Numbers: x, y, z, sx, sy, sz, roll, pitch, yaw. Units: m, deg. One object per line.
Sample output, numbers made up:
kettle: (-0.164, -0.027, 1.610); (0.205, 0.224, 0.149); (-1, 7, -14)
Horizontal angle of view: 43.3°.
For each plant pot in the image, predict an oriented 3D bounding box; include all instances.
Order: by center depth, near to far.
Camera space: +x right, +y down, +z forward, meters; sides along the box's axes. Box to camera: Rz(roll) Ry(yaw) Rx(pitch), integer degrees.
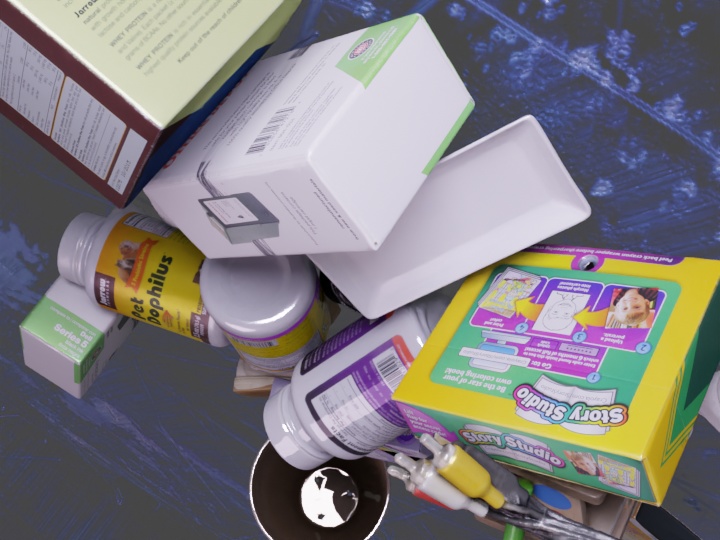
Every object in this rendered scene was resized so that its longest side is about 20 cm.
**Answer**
plant pot: (-0.051, 0.312, 1.281); (0.187, 0.188, 0.200); (29, 165, 10)

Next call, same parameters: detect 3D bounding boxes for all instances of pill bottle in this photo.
pill bottle: (0.006, 0.106, 0.842); (0.200, 0.112, 0.111); (-35, 111, 27)
pill bottle: (-0.084, 0.038, 0.874); (0.104, 0.104, 0.200); (28, 164, 13)
pill bottle: (-0.216, 0.003, 0.971); (0.199, 0.110, 0.109); (17, 148, 10)

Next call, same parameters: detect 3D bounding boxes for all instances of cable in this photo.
cable: (0.110, 0.183, 0.658); (0.200, 0.050, 0.097); (35, 147, 1)

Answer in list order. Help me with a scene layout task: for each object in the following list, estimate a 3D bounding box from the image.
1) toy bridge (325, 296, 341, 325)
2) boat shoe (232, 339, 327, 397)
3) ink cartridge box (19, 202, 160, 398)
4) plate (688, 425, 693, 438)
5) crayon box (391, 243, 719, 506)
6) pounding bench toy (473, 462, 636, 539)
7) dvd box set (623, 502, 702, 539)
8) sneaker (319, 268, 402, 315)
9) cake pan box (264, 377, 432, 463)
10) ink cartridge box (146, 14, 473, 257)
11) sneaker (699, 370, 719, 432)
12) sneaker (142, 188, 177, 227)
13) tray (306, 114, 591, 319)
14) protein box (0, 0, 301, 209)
toy bridge: (-0.114, 0.022, 1.040); (0.199, 0.027, 0.067); (6, 138, 42)
boat shoe: (-0.062, 0.108, 1.062); (0.199, 0.070, 0.074); (-6, 164, 23)
ink cartridge box: (-0.310, 0.034, 1.087); (0.084, 0.200, 0.146); (32, 152, -1)
plate: (0.203, 0.136, 0.871); (0.199, 0.032, 0.200); (25, 149, 18)
crayon box: (0.150, 0.063, 0.670); (0.199, 0.173, 0.058); (8, 142, 41)
pounding bench toy: (0.148, 0.170, 0.739); (0.124, 0.200, 0.156); (17, 147, 29)
dvd box set: (0.240, 0.241, 0.932); (0.146, 0.029, 0.200); (39, 163, -34)
sneaker: (0.000, 0.000, 0.821); (0.076, 0.091, 0.200); (38, 153, -6)
cake pan box: (0.022, 0.178, 1.005); (0.199, 0.053, 0.184); (8, 164, 27)
ink cartridge box: (-0.041, -0.090, 0.655); (0.200, 0.146, 0.084); (-1, 136, 48)
sneaker: (0.346, 0.140, 0.706); (0.200, 0.075, 0.087); (43, 163, -1)
sneaker: (-0.161, -0.090, 0.874); (0.199, 0.074, 0.116); (8, 145, 42)
tray: (0.060, -0.038, 0.679); (0.199, 0.022, 0.107); (-26, 127, 22)
protein box: (-0.162, -0.192, 0.590); (0.200, 0.199, 0.135); (40, 151, -9)
